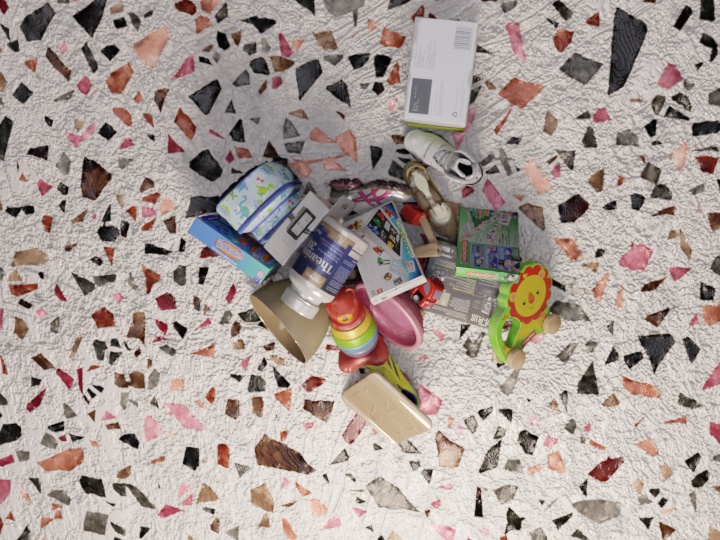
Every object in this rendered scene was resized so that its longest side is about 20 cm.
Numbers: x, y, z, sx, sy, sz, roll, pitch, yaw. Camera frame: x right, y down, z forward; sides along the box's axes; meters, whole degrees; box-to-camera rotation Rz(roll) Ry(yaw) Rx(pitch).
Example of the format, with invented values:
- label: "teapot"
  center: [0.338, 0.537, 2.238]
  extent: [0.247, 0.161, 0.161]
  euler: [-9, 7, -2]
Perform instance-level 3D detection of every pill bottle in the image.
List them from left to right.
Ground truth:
- label: "pill bottle"
  center: [-0.080, -0.004, 1.370]
  extent: [0.111, 0.111, 0.201]
  euler: [33, 92, 1]

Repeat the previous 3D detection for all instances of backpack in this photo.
- label: "backpack"
  center: [-0.214, -0.153, 1.458]
  extent: [0.183, 0.200, 0.147]
  euler: [-43, 91, 9]

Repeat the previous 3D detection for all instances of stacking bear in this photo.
- label: "stacking bear"
  center: [-0.022, 0.120, 1.473]
  extent: [0.120, 0.114, 0.201]
  euler: [-14, 132, 8]

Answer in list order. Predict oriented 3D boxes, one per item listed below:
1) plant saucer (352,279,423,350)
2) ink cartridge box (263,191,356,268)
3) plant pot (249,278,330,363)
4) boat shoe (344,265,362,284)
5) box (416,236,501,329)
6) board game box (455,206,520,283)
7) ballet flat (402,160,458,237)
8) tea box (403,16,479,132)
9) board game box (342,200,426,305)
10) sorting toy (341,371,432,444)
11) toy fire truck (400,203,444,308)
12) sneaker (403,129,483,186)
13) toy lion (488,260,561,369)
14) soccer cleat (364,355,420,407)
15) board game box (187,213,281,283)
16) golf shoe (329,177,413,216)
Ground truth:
- label: "plant saucer"
  center: [0.070, 0.092, 1.483]
  extent: [0.201, 0.200, 0.051]
  euler: [45, 66, -1]
- label: "ink cartridge box"
  center: [-0.108, -0.101, 1.440]
  extent: [0.068, 0.116, 0.200]
  euler: [44, 98, 14]
- label: "plant pot"
  center: [-0.143, 0.093, 1.506]
  extent: [0.134, 0.200, 0.201]
  euler: [-41, 92, -18]
- label: "boat shoe"
  center: [0.000, 0.000, 1.522]
  extent: [0.198, 0.068, 0.073]
  euler: [-14, 96, 8]
- label: "box"
  center: [0.240, 0.030, 1.489]
  extent: [0.198, 0.086, 0.165]
  euler: [15, 99, 5]
- label: "board game box"
  center: [0.278, -0.060, 1.427]
  extent: [0.133, 0.201, 0.029]
  euler: [6, 136, 6]
- label: "ballet flat"
  center: [0.157, -0.159, 1.482]
  extent: [0.070, 0.065, 0.201]
  euler: [-36, 93, 7]
- label: "tea box"
  center: [0.170, -0.405, 1.379]
  extent: [0.132, 0.197, 0.202]
  euler: [8, 100, 6]
- label: "board game box"
  center: [0.050, -0.041, 1.410]
  extent: [0.125, 0.035, 0.201]
  euler: [-23, 64, 7]
- label: "sorting toy"
  center: [0.060, 0.321, 1.529]
  extent: [0.185, 0.200, 0.037]
  euler: [42, 56, 0]
- label: "toy fire truck"
  center: [0.132, -0.033, 1.435]
  extent: [0.141, 0.049, 0.201]
  euler: [-51, 57, 25]
- label: "sneaker"
  center: [0.185, -0.253, 1.441]
  extent: [0.199, 0.115, 0.076]
  euler: [30, 100, 2]
- label: "toy lion"
  center: [0.353, 0.087, 1.435]
  extent: [0.200, 0.068, 0.193]
  euler: [-40, 120, -20]
- label: "soccer cleat"
  center: [0.070, 0.258, 1.542]
  extent: [0.065, 0.084, 0.200]
  euler: [-41, 92, 10]
- label: "board game box"
  center: [-0.282, -0.054, 1.505]
  extent: [0.199, 0.152, 0.045]
  euler: [36, 100, 0]
- label: "golf shoe"
  center: [0.025, -0.163, 1.494]
  extent: [0.198, 0.073, 0.093]
  euler: [4, 106, 20]
